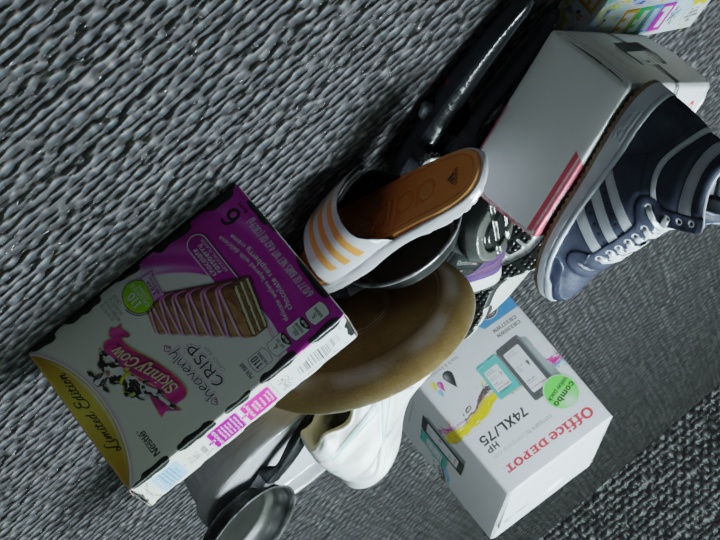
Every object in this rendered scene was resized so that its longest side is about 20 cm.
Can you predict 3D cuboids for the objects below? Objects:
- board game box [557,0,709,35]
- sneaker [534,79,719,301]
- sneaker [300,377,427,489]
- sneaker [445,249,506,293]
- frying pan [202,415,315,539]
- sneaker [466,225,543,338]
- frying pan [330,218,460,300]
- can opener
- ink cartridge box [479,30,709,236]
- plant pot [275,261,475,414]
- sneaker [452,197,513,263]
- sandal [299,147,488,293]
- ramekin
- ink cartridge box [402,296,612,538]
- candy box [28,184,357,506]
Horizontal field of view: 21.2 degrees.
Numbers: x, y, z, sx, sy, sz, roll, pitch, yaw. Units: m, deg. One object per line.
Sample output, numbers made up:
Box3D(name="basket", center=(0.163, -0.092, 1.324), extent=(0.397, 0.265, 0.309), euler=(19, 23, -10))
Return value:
Box3D(name="board game box", center=(0.254, -0.253, 1.596), extent=(0.199, 0.034, 0.135), euler=(-18, 152, -49))
Box3D(name="sneaker", center=(0.215, -0.034, 1.473), extent=(0.070, 0.108, 0.201), euler=(-20, 143, -52))
Box3D(name="sneaker", center=(0.014, 0.081, 1.625), extent=(0.080, 0.070, 0.201), euler=(32, 74, -43))
Box3D(name="sneaker", center=(0.061, -0.014, 1.740), extent=(0.200, 0.076, 0.088), euler=(-28, 143, -44))
Box3D(name="frying pan", center=(-0.097, 0.204, 1.661), extent=(0.115, 0.031, 0.191), euler=(-33, 148, -36))
Box3D(name="sneaker", center=(0.137, -0.016, 1.882), extent=(0.200, 0.074, 0.080), euler=(-46, 176, 30))
Box3D(name="frying pan", center=(0.012, 0.002, 1.563), extent=(0.190, 0.115, 0.031), euler=(-53, 130, -22))
Box3D(name="can opener", center=(0.087, -0.139, 1.518), extent=(0.063, 0.079, 0.200), euler=(18, 126, -22))
Box3D(name="ink cartridge box", center=(0.187, -0.114, 1.557), extent=(0.146, 0.085, 0.200), euler=(-58, 158, 20))
Box3D(name="plant pot", center=(-0.003, 0.042, 1.582), extent=(0.200, 0.200, 0.028), euler=(-34, 124, -17))
Box3D(name="sneaker", center=(0.114, -0.084, 1.671), extent=(0.200, 0.079, 0.076), euler=(-47, 137, -43))
Box3D(name="sandal", center=(0.010, -0.053, 1.501), extent=(0.059, 0.080, 0.206), euler=(32, 134, -32))
Box3D(name="ramekin", center=(-0.085, 0.135, 1.727), extent=(0.202, 0.094, 0.203), euler=(-36, 161, -15))
Box3D(name="ink cartridge box", center=(0.139, 0.146, 2.022), extent=(0.146, 0.200, 0.146), euler=(-34, 161, -19))
Box3D(name="candy box", center=(-0.122, 0.054, 1.403), extent=(0.200, 0.137, 0.061), euler=(-40, 160, -3))
